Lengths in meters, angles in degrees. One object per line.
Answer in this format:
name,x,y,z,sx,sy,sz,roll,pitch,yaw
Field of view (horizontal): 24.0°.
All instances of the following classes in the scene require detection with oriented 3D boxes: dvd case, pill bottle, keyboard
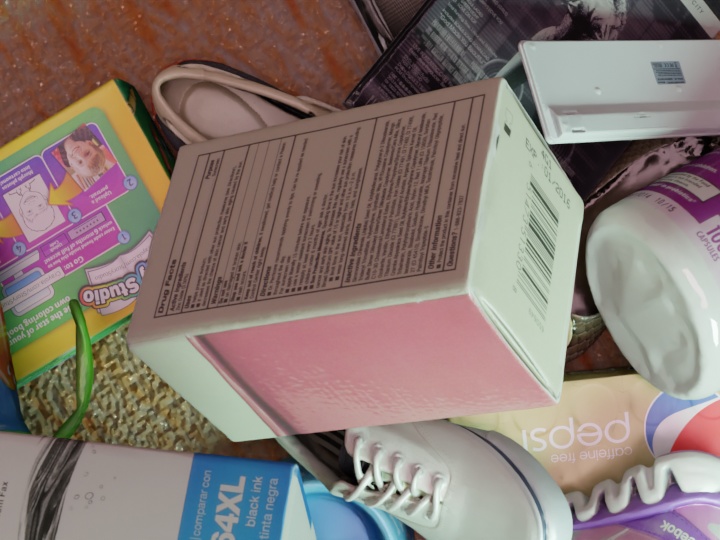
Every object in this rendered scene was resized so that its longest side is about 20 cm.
dvd case,0.101,-0.118,0.932,0.149,0.016,0.201,43,82,-25
pill bottle,0.229,-0.022,0.909,0.199,0.112,0.113,-27,90,-19
keyboard,0.168,-0.099,0.917,0.198,0.011,0.057,-6,68,-36

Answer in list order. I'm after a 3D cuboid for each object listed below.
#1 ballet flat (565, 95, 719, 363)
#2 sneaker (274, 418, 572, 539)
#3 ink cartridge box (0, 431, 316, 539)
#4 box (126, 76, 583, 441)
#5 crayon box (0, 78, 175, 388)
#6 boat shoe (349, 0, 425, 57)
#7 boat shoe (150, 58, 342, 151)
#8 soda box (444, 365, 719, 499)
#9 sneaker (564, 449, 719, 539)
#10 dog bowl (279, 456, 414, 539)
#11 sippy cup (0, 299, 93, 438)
ballet flat,0.148,-0.025,0.960,0.067,0.046,0.200,43,91,1
sneaker,0.021,0.109,0.901,0.199,0.070,0.074,24,110,41
ink cartridge box,-0.124,0.136,0.761,0.197,0.146,0.085,7,65,6
box,0.000,0.000,0.865,0.198,0.109,0.129,-9,52,30
crayon box,-0.188,-0.006,0.961,0.199,0.058,0.120,-30,90,1
boat shoe,0.038,-0.130,0.949,0.072,0.071,0.201,-38,92,0
boat shoe,-0.027,-0.063,0.956,0.198,0.063,0.072,26,89,0
soda box,0.145,0.089,0.952,0.197,0.064,0.069,-6,90,1
sneaker,0.120,0.168,0.908,0.199,0.080,0.089,-24,55,29
dog bowl,-0.019,0.206,0.963,0.110,0.050,0.203,-6,90,1
sippy cup,-0.238,0.044,0.875,0.176,0.139,0.132,2,79,-42
